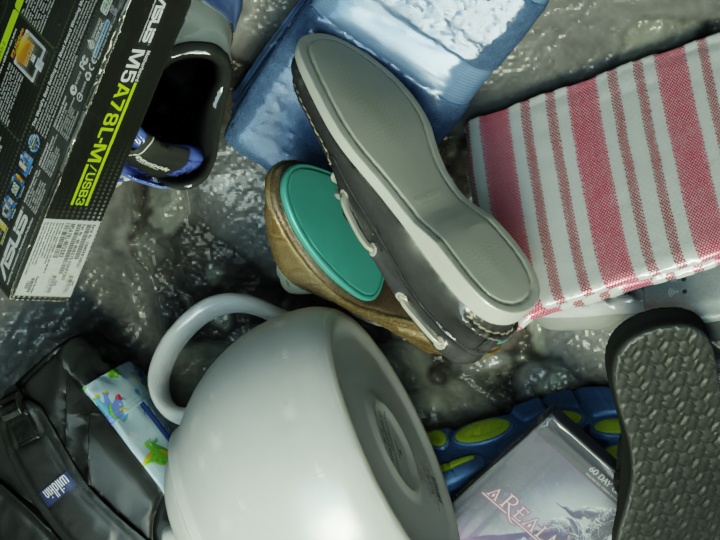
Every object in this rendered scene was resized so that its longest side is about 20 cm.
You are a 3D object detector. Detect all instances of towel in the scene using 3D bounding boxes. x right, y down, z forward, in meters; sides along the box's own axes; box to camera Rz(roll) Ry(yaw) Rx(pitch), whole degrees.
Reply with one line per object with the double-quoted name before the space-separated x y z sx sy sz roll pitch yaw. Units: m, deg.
"towel" 0.018 -0.127 1.636 0.112 0.049 0.200 35 112 -8
"towel" 0.157 -0.050 1.606 0.200 0.147 0.030 -18 141 15

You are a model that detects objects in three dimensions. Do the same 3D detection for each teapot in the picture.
"teapot" -0.044 0.122 1.627 0.146 0.200 0.198 -24 102 13

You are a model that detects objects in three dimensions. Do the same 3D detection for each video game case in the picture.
"video game case" 0.094 0.188 1.704 0.143 0.019 0.200 41 114 -10

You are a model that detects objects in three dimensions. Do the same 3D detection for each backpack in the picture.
"backpack" -0.137 0.157 1.733 0.163 0.154 0.200 -46 74 21

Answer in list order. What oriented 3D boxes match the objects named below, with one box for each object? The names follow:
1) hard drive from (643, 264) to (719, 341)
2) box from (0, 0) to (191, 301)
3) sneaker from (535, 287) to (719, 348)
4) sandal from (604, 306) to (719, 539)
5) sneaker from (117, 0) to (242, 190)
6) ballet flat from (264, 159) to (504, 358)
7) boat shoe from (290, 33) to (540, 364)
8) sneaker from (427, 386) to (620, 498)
"hard drive" 0.252 -0.032 1.600 0.200 0.140 0.033 -8 142 11
"box" -0.188 -0.116 1.604 0.047 0.193 0.200 3 121 -39
"sneaker" 0.190 0.019 1.661 0.200 0.075 0.082 -4 130 18
"sandal" 0.171 0.097 1.614 0.075 0.048 0.201 -9 126 -4
"sneaker" -0.140 -0.078 1.631 0.081 0.115 0.199 34 115 -29
"ballet flat" 0.000 0.000 1.654 0.072 0.068 0.200 -14 149 43
"boat shoe" 0.019 -0.039 1.583 0.200 0.074 0.060 52 130 14
"sneaker" 0.104 0.125 1.729 0.199 0.071 0.083 -14 129 12
